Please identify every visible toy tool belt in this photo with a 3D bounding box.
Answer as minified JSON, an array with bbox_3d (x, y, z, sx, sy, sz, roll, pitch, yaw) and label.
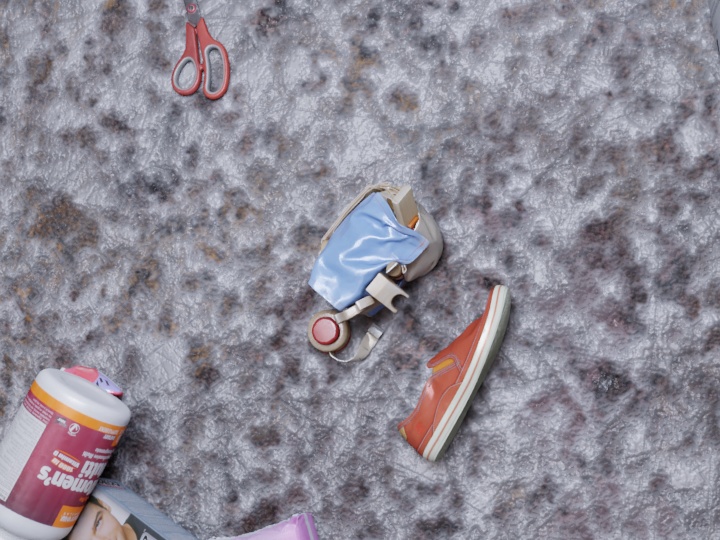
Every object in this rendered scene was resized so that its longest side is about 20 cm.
[{"bbox_3d":[0.000,0.000,1.082,0.125,0.123,0.201,37,92,13],"label":"toy tool belt"}]

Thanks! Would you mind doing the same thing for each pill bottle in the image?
[{"bbox_3d":[-0.336,0.215,1.080,0.109,0.110,0.201,27,88,13],"label":"pill bottle"}]

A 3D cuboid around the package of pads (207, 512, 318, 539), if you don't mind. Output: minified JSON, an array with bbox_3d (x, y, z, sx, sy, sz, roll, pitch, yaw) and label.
[{"bbox_3d":[-0.087,0.369,1.082,0.120,0.076,0.202,-18,80,13],"label":"package of pads"}]

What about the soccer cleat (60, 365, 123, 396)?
[{"bbox_3d":[-0.341,0.206,1.161,0.076,0.067,0.201,24,86,9],"label":"soccer cleat"}]

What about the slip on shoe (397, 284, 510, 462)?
[{"bbox_3d":[0.101,0.103,1.079,0.061,0.074,0.201,29,95,16],"label":"slip on shoe"}]

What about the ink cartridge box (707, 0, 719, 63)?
[{"bbox_3d":[0.410,-0.214,1.011,0.084,0.146,0.202,-9,81,9],"label":"ink cartridge box"}]

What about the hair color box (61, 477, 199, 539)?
[{"bbox_3d":[-0.242,0.307,1.089,0.199,0.060,0.100,22,88,39],"label":"hair color box"}]

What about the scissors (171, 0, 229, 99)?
[{"bbox_3d":[-0.191,-0.300,1.215,0.072,0.014,0.202,-4,82,14],"label":"scissors"}]
